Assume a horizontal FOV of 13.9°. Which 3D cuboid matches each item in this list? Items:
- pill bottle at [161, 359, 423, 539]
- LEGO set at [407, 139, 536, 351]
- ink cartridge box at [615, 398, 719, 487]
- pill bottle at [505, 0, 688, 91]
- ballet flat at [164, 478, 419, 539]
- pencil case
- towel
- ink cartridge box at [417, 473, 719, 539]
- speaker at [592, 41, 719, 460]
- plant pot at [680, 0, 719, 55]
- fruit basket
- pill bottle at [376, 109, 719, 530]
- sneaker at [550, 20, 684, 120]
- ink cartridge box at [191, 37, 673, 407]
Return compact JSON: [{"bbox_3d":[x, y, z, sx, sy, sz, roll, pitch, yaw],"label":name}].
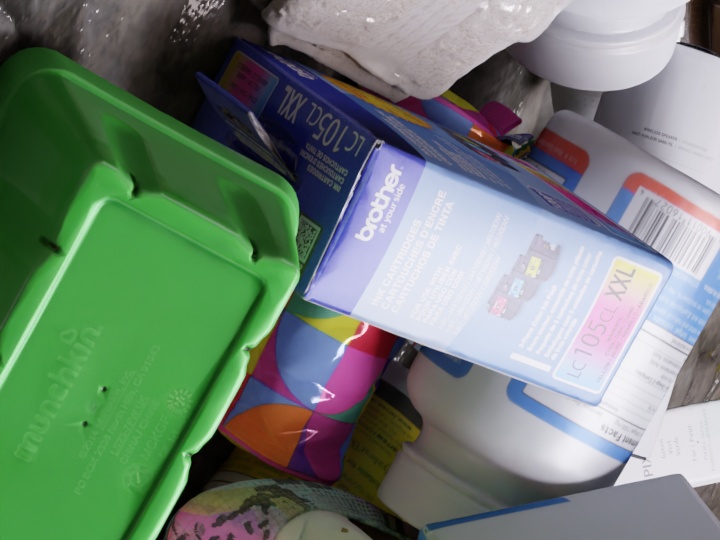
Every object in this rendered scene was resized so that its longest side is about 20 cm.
[{"bbox_3d":[-0.035,0.142,1.456,0.200,0.111,0.112,-51,158,-21],"label":"pill bottle"},{"bbox_3d":[0.111,0.018,1.579,0.154,0.116,0.200,-45,165,7],"label":"LEGO set"},{"bbox_3d":[0.093,0.110,1.598,0.199,0.161,0.050,-6,83,-31],"label":"ink cartridge box"},{"bbox_3d":[0.118,-0.186,1.359,0.120,0.119,0.201,-42,153,-39],"label":"pill bottle"},{"bbox_3d":[0.005,0.144,1.372,0.199,0.071,0.070,20,92,-35],"label":"ballet flat"},{"bbox_3d":[0.000,0.000,1.385,0.201,0.088,0.088,-59,159,5],"label":"pencil case"},{"bbox_3d":[0.058,-0.146,1.244,0.200,0.035,0.132,-38,150,21],"label":"towel"},{"bbox_3d":[0.083,0.202,1.358,0.144,0.084,0.201,-9,133,-28],"label":"ink cartridge box"},{"bbox_3d":[0.136,-0.013,1.466,0.081,0.081,0.201,19,89,-69],"label":"speaker"},{"bbox_3d":[0.246,-0.131,1.647,0.198,0.200,0.201,-35,149,-34],"label":"plant pot"},{"bbox_3d":[-0.115,0.031,1.140,0.216,0.155,0.216,-47,-153,32],"label":"fruit basket"},{"bbox_3d":[0.090,0.037,1.375,0.201,0.112,0.112,-60,159,3],"label":"pill bottle"},{"bbox_3d":[0.122,-0.144,1.512,0.080,0.076,0.201,-24,136,-39],"label":"sneaker"},{"bbox_3d":[0.012,-0.024,1.241,0.199,0.136,0.077,19,101,-35],"label":"ink cartridge box"}]
